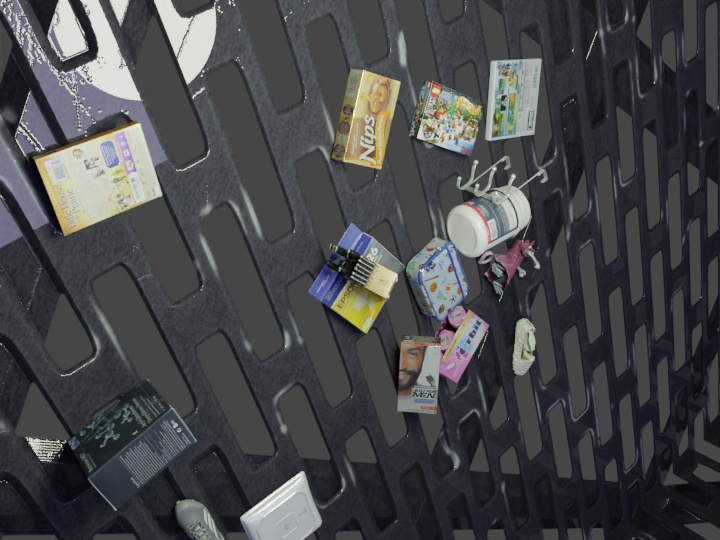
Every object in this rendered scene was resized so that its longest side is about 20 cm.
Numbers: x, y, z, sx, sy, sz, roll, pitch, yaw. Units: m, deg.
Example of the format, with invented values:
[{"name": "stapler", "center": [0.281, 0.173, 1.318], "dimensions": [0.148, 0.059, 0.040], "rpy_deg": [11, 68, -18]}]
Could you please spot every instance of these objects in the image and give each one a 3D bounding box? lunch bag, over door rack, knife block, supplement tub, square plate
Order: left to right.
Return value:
[{"name": "square plate", "center": [-0.194, 0.645, 1.843], "dimensions": [0.196, 0.028, 0.203], "rpy_deg": [-31, 124, -26]}, {"name": "knife block", "center": [0.000, 0.000, 1.694], "dimensions": [0.065, 0.173, 0.200], "rpy_deg": [-61, 175, -2]}, {"name": "lunch bag", "center": [0.208, 0.019, 1.903], "dimensions": [0.160, 0.075, 0.202], "rpy_deg": [-39, 128, -23]}, {"name": "supplement tub", "center": [0.338, -0.133, 1.904], "dimensions": [0.198, 0.139, 0.143], "rpy_deg": [-26, 121, -30]}, {"name": "over door rack", "center": [0.368, -0.250, 1.884], "dimensions": [0.198, 0.147, 0.068], "rpy_deg": [-27, 127, -27]}]

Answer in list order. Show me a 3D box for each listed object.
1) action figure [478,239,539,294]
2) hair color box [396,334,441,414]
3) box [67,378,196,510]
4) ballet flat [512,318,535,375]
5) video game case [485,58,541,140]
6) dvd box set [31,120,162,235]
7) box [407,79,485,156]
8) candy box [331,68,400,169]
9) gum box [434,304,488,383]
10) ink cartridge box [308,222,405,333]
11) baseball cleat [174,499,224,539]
[{"name": "action figure", "center": [0.429, -0.032, 2.067], "dimensions": [0.149, 0.134, 0.200], "rpy_deg": [41, 60, 2]}, {"name": "hair color box", "center": [0.156, 0.278, 1.929], "dimensions": [0.108, 0.064, 0.204], "rpy_deg": [3, 108, 6]}, {"name": "box", "center": [-0.457, 0.342, 1.442], "dimensions": [0.199, 0.147, 0.108], "rpy_deg": [-40, 126, -20]}, {"name": "ballet flat", "center": [0.510, 0.248, 2.235], "dimensions": [0.071, 0.071, 0.204], "rpy_deg": [-21, 119, -31]}, {"name": "video game case", "center": [0.407, -0.457, 1.919], "dimensions": [0.180, 0.022, 0.204], "rpy_deg": [-14, 115, -35]}, {"name": "dvd box set", "center": [-0.475, -0.169, 1.314], "dimensions": [0.198, 0.029, 0.149], "rpy_deg": [-29, 123, -28]}, {"name": "box", "center": [0.216, -0.374, 1.785], "dimensions": [0.197, 0.037, 0.139], "rpy_deg": [9, 101, -40]}, {"name": "candy box", "center": [0.012, -0.339, 1.624], "dimensions": [0.114, 0.055, 0.204], "rpy_deg": [5, 104, -39]}, {"name": "gum box", "center": [0.263, 0.208, 2.020], "dimensions": [0.113, 0.066, 0.202], "rpy_deg": [33, 85, -42]}, {"name": "ink cartridge box", "center": [-0.003, 0.022, 1.755], "dimensions": [0.199, 0.047, 0.200], "rpy_deg": [37, 82, -43]}, {"name": "baseball cleat", "center": [-0.352, 0.607, 1.651], "dimensions": [0.069, 0.106, 0.202], "rpy_deg": [-39, 125, -14]}]
